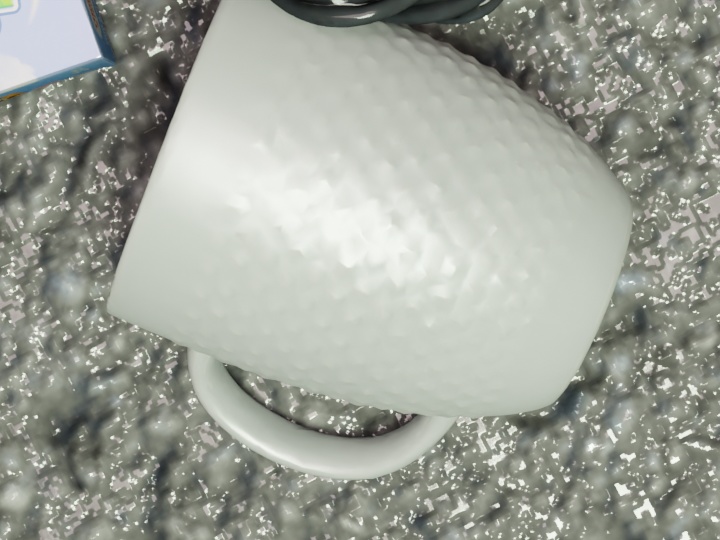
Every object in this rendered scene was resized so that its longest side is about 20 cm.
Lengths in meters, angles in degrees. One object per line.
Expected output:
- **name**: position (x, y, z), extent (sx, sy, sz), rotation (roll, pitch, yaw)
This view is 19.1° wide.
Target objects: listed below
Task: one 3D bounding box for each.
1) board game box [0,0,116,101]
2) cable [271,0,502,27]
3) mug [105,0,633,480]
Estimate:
- **board game box**: position (-0.222, -0.127, 0.901), extent (0.200, 0.037, 0.152), rotation (-19, 89, 4)
- **cable**: position (-0.032, -0.151, 0.828), extent (0.200, 0.163, 0.051), rotation (28, 112, 4)
- **mug**: position (0.000, 0.000, 0.845), extent (0.175, 0.148, 0.200), rotation (22, 123, -3)
